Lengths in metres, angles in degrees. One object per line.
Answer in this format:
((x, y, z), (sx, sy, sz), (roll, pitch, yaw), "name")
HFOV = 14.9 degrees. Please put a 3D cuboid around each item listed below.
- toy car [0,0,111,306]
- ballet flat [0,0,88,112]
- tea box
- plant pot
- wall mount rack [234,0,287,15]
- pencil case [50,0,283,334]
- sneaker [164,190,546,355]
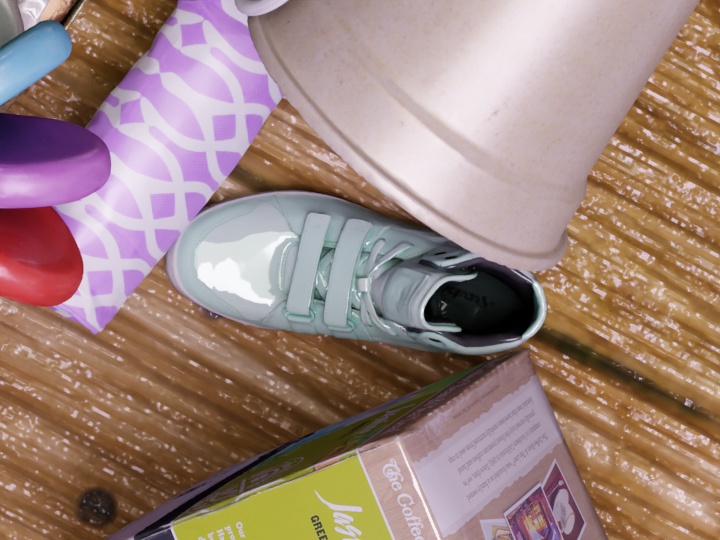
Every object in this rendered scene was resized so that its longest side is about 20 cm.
((-0.192, -0.047, 1.292), (0.149, 0.175, 0.201), (16, 111, 8), "toy car")
((-0.158, -0.157, 1.398), (0.070, 0.071, 0.201), (34, 93, -4), "ballet flat")
((-0.004, 0.147, 1.323), (0.196, 0.200, 0.134), (-22, 92, 22), "tea box")
((0.078, -0.134, 1.338), (0.200, 0.201, 0.184), (39, 110, -4), "plant pot")
((-0.027, -0.224, 1.351), (0.173, 0.201, 0.075), (-30, 122, 30), "wall mount rack")
((-0.111, -0.065, 1.408), (0.085, 0.084, 0.200), (34, 83, 30), "pencil case")
((0.000, 0.000, 1.398), (0.199, 0.118, 0.074), (7, 90, -5), "sneaker")
